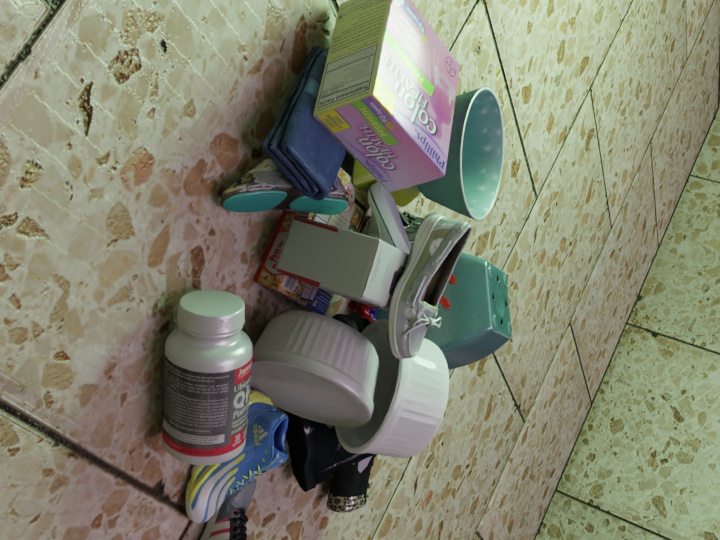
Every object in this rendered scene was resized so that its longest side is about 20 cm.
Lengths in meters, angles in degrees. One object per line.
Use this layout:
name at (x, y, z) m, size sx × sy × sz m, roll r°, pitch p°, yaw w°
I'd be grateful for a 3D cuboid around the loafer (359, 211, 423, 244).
loafer at (0.056, -0.073, 1.533) m, size 0.199 × 0.071 × 0.064 m, roll -21°, pitch 119°, yaw -53°

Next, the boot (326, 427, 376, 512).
boot at (0.012, 0.340, 1.688) m, size 0.203 × 0.073 × 0.156 m, roll -13°, pitch 115°, yaw -50°

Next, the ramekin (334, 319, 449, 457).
ramekin at (0.048, 0.183, 1.391) m, size 0.097 × 0.200 × 0.203 m, roll 19°, pitch 89°, yaw -24°

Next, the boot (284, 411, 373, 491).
boot at (-0.034, 0.257, 1.501) m, size 0.167 × 0.076 × 0.201 m, roll -26°, pitch 139°, yaw -22°

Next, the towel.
towel at (-0.055, -0.194, 1.215) m, size 0.112 × 0.048 × 0.201 m, roll 49°, pitch 43°, yaw -33°

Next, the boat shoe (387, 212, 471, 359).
boat shoe at (0.091, 0.024, 1.247) m, size 0.074 × 0.064 × 0.204 m, roll 29°, pitch 79°, yaw -60°

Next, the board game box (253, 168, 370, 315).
board game box at (-0.063, -0.048, 1.355) m, size 0.151 × 0.046 × 0.202 m, roll 38°, pitch 73°, yaw -60°

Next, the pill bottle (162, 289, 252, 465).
pill bottle at (-0.192, 0.132, 1.165) m, size 0.110 × 0.110 × 0.202 m, roll -25°, pitch 128°, yaw -53°

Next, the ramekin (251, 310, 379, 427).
ramekin at (-0.064, 0.137, 1.320) m, size 0.203 × 0.200 × 0.095 m, roll 62°, pitch 42°, yaw -53°

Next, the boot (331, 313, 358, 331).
boot at (0.013, 0.114, 1.567) m, size 0.199 × 0.065 × 0.167 m, roll -31°, pitch 134°, yaw -49°

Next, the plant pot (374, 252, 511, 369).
plant pot at (0.145, 0.065, 1.565) m, size 0.196 × 0.198 × 0.198 m, roll 24°, pitch 61°, yaw -61°

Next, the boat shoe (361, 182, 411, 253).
boat shoe at (0.035, -0.047, 1.419) m, size 0.071 × 0.069 × 0.201 m, roll -98°, pitch 168°, yaw -44°

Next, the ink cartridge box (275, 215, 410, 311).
ink cartridge box at (0.000, 0.000, 1.293) m, size 0.200 × 0.144 × 0.084 m, roll 23°, pitch 84°, yaw -61°

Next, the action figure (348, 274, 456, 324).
action figure at (0.070, 0.057, 1.436) m, size 0.099 × 0.199 × 0.066 m, roll 43°, pitch 53°, yaw -36°

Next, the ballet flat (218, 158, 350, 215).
ballet flat at (-0.105, -0.111, 1.221) m, size 0.199 × 0.072 × 0.073 m, roll 0°, pitch 108°, yaw -39°

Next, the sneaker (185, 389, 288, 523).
sneaker at (-0.167, 0.270, 1.299) m, size 0.202 × 0.104 × 0.076 m, roll -66°, pitch 151°, yaw -10°

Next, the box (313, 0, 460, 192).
box at (0.042, -0.244, 1.241) m, size 0.176 × 0.096 × 0.202 m, roll 41°, pitch 49°, yaw -41°

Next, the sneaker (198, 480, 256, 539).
sneaker at (-0.175, 0.401, 1.345) m, size 0.202 × 0.120 × 0.084 m, roll -65°, pitch 151°, yaw -12°

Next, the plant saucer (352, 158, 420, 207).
plant saucer at (0.062, -0.212, 1.433) m, size 0.200 × 0.047 × 0.202 m, roll 15°, pitch 82°, yaw -64°

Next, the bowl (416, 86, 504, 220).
bowl at (0.144, -0.181, 1.434) m, size 0.200 × 0.104 × 0.203 m, roll -19°, pitch 111°, yaw -61°
